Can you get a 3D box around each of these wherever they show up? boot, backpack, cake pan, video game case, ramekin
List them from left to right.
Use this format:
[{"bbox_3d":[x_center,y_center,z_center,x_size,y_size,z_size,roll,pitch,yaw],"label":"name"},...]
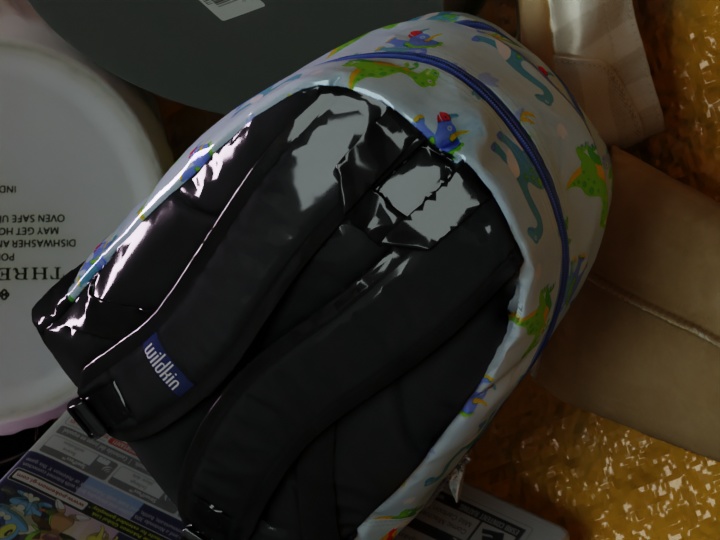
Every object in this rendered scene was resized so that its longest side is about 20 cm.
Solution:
[{"bbox_3d":[-0.164,-0.023,1.132,0.094,0.201,0.204,-153,66,-68],"label":"ramekin"},{"bbox_3d":[-0.050,0.120,1.030,0.199,0.182,0.023,24,135,19],"label":"video game case"},{"bbox_3d":[-0.049,-0.122,1.039,0.200,0.200,0.037,-18,46,41],"label":"cake pan"},{"bbox_3d":[-0.002,0.000,0.974,0.163,0.154,0.200,47,143,10],"label":"backpack"},{"bbox_3d":[0.155,0.002,0.949,0.200,0.066,0.176,29,113,37],"label":"boot"}]

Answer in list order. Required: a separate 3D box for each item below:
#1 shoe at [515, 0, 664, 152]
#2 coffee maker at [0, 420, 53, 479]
[{"bbox_3d":[0.076,-0.140,1.020,0.053,0.070,0.201,-6,90,6],"label":"shoe"},{"bbox_3d":[-0.237,0.097,1.285,0.200,0.135,0.193,-26,101,41],"label":"coffee maker"}]
